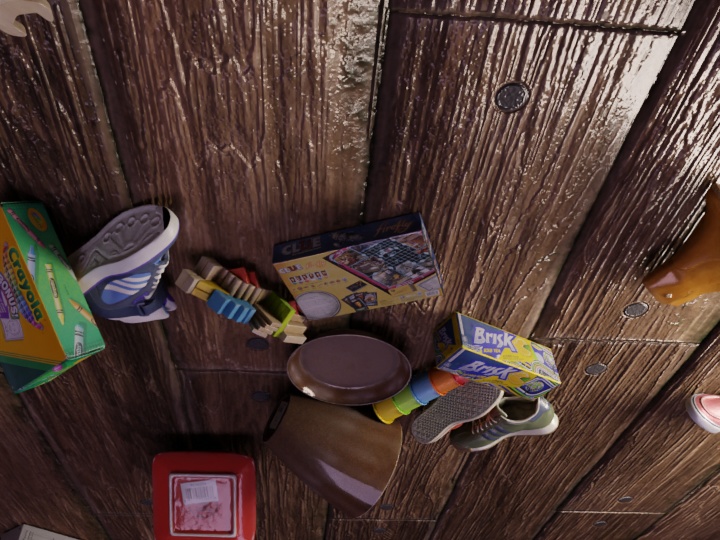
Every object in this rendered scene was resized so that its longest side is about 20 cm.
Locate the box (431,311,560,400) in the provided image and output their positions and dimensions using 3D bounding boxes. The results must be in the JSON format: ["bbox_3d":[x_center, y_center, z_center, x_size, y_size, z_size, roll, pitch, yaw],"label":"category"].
[{"bbox_3d":[0.210,0.135,0.996,0.199,0.070,0.064,21,133,-24],"label":"box"}]

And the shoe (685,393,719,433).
[{"bbox_3d":[0.670,0.240,1.133,0.199,0.072,0.091,14,136,-25],"label":"shoe"}]

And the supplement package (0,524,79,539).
[{"bbox_3d":[-0.820,0.746,1.657,0.109,0.114,0.200,-30,131,28],"label":"supplement package"}]

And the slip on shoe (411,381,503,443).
[{"bbox_3d":[0.173,0.239,1.130,0.200,0.074,0.061,-44,158,32],"label":"slip on shoe"}]

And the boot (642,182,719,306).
[{"bbox_3d":[0.427,-0.018,0.820,0.144,0.071,0.201,-32,136,27],"label":"boot"}]

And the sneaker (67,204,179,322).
[{"bbox_3d":[-0.275,0.002,0.836,0.200,0.081,0.146,-28,145,19],"label":"sneaker"}]

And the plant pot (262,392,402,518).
[{"bbox_3d":[-0.061,0.299,1.123,0.200,0.187,0.187,31,132,-13],"label":"plant pot"}]

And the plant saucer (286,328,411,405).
[{"bbox_3d":[-0.018,0.153,1.037,0.199,0.032,0.201,1,136,1],"label":"plant saucer"}]

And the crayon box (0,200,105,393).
[{"bbox_3d":[-0.403,0.032,0.778,0.119,0.201,0.058,-28,175,28],"label":"crayon box"}]

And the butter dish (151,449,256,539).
[{"bbox_3d":[-0.302,0.436,1.291,0.199,0.148,0.200,2,99,-1],"label":"butter dish"}]

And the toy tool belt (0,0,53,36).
[{"bbox_3d":[-0.317,-0.249,0.523,0.199,0.125,0.123,5,171,-3],"label":"toy tool belt"}]

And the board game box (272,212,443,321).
[{"bbox_3d":[0.000,0.000,0.861,0.199,0.035,0.136,-11,139,12],"label":"board game box"}]

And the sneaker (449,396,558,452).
[{"bbox_3d":[0.247,0.264,1.159,0.199,0.067,0.090,-17,130,17],"label":"sneaker"}]

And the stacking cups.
[{"bbox_3d":[0.110,0.192,1.072,0.200,0.061,0.060,-34,130,30],"label":"stacking cups"}]

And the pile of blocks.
[{"bbox_3d":[-0.145,0.037,0.868,0.200,0.082,0.062,27,103,-33],"label":"pile of blocks"}]
